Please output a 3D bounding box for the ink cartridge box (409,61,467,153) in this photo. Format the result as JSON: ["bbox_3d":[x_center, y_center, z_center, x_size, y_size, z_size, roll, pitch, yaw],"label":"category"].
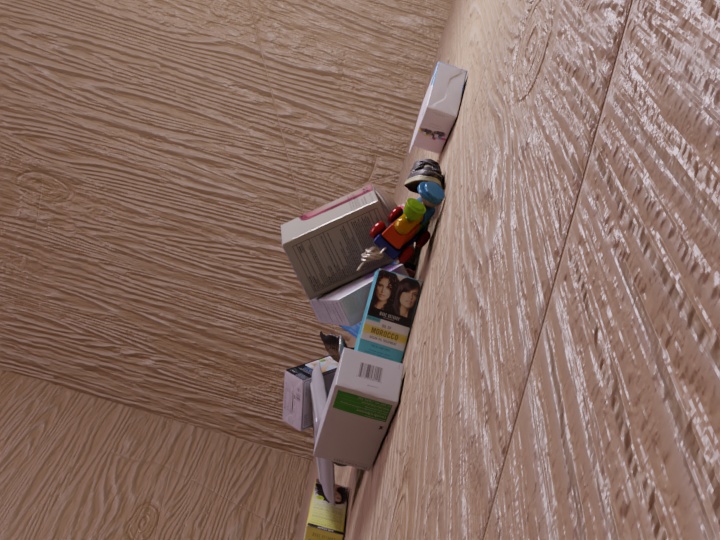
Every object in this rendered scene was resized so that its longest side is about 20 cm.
[{"bbox_3d":[0.161,-0.329,1.835,0.200,0.067,0.116,111,175,-68],"label":"ink cartridge box"}]

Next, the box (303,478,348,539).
[{"bbox_3d":[-0.067,0.479,1.703,0.200,0.074,0.051,-85,11,-77],"label":"box"}]

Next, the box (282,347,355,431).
[{"bbox_3d":[-0.065,0.243,1.803,0.199,0.060,0.118,-15,-64,-42],"label":"box"}]

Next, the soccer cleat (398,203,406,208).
[{"bbox_3d":[0.103,-0.088,1.786,0.200,0.066,0.078,122,144,-80],"label":"soccer cleat"}]

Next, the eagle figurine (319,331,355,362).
[{"bbox_3d":[-0.017,0.178,1.608,0.199,0.151,0.152,-30,15,41],"label":"eagle figurine"}]

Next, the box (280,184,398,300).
[{"bbox_3d":[-0.038,-0.055,1.650,0.109,0.198,0.129,-107,-8,-66],"label":"box"}]

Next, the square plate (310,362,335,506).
[{"bbox_3d":[-0.074,0.310,1.663,0.199,0.028,0.202,-110,16,-65],"label":"square plate"}]

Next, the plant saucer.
[{"bbox_3d":[0.060,-0.083,1.773,0.201,0.029,0.201,61,168,22],"label":"plant saucer"}]

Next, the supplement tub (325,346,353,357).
[{"bbox_3d":[-0.039,0.255,2.088,0.200,0.121,0.124,113,174,-71],"label":"supplement tub"}]

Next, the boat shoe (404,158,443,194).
[{"bbox_3d":[0.122,-0.182,1.664,0.200,0.072,0.066,-152,73,-89],"label":"boat shoe"}]

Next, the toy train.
[{"bbox_3d":[0.071,-0.074,1.499,0.200,0.084,0.116,-41,-12,-50],"label":"toy train"}]

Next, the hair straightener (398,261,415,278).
[{"bbox_3d":[0.072,0.068,1.743,0.077,0.040,0.202,-76,-2,-62],"label":"hair straightener"}]

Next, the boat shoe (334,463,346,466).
[{"bbox_3d":[-0.017,0.297,1.762,0.068,0.073,0.202,84,-166,-73],"label":"boat shoe"}]

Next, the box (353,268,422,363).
[{"bbox_3d":[0.040,0.105,1.491,0.049,0.081,0.202,135,151,-79],"label":"box"}]

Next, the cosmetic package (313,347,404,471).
[{"bbox_3d":[-0.005,0.229,1.420,0.085,0.106,0.201,-77,1,-47],"label":"cosmetic package"}]

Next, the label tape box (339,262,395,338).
[{"bbox_3d":[0.020,0.040,1.849,0.066,0.143,0.202,0,-66,-45],"label":"label tape box"}]

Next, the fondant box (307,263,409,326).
[{"bbox_3d":[-0.001,0.045,1.637,0.059,0.143,0.200,64,162,-8],"label":"fondant box"}]
